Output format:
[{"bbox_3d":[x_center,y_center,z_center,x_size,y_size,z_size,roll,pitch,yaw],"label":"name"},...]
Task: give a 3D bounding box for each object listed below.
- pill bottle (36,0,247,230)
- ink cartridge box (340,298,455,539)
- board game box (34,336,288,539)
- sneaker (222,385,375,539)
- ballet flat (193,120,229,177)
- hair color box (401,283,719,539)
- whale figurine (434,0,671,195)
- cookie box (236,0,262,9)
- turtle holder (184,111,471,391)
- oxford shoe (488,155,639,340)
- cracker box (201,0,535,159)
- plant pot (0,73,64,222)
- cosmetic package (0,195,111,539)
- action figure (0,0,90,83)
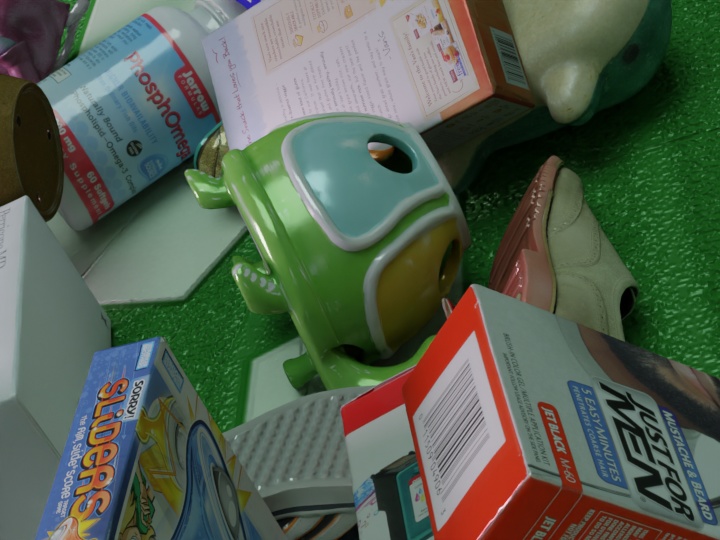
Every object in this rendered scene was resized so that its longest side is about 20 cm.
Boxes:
[{"bbox_3d":[-0.162,-0.127,1.083,0.199,0.109,0.109,-36,37,-11],"label":"pill bottle"},{"bbox_3d":[0.052,0.120,0.634,0.067,0.116,0.201,-28,34,13],"label":"ink cartridge box"},{"bbox_3d":[-0.067,0.147,0.608,0.034,0.201,0.136,-13,38,17],"label":"board game box"},{"bbox_3d":[-0.038,0.120,0.737,0.198,0.080,0.079,-14,37,-17],"label":"sneaker"},{"bbox_3d":[-0.041,-0.121,1.046,0.070,0.071,0.200,9,48,39],"label":"ballet flat"},{"bbox_3d":[0.122,0.090,0.569,0.064,0.199,0.111,-56,26,27],"label":"hair color box"},{"bbox_3d":[0.118,-0.128,0.938,0.200,0.103,0.159,-49,36,11],"label":"whale figurine"},{"bbox_3d":[0.017,-0.240,1.054,0.171,0.076,0.200,37,56,18],"label":"cookie box"},{"bbox_3d":[-0.005,-0.010,0.813,0.131,0.142,0.186,-27,34,-4],"label":"turtle holder"},{"bbox_3d":[0.114,0.004,0.801,0.073,0.071,0.201,22,34,-3],"label":"oxford shoe"},{"bbox_3d":[0.000,-0.127,0.918,0.199,0.057,0.135,-24,73,31],"label":"cracker box"},{"bbox_3d":[-0.309,-0.071,0.967,0.198,0.188,0.187,-6,39,9],"label":"plant pot"},{"bbox_3d":[-0.262,0.087,0.874,0.198,0.124,0.200,-22,36,5],"label":"cosmetic package"},{"bbox_3d":[-0.295,-0.147,1.231,0.148,0.135,0.201,5,38,-32],"label":"action figure"}]
